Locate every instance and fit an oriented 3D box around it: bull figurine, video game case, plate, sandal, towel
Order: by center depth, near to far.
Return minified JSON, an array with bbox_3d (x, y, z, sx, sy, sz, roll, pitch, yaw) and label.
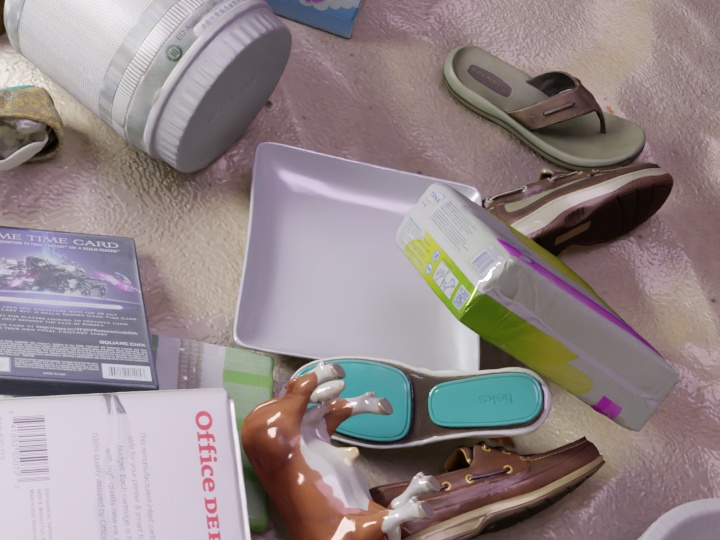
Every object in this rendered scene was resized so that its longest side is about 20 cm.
[{"bbox_3d":[-0.010,0.163,1.077,0.201,0.121,0.065,55,21,18],"label":"bull figurine"},{"bbox_3d":[-0.225,0.027,1.123,0.142,0.019,0.200,5,29,-17],"label":"video game case"},{"bbox_3d":[-0.161,0.111,1.128,0.198,0.031,0.150,12,53,-14],"label":"towel"},{"bbox_3d":[0.000,0.000,1.259,0.198,0.032,0.201,11,56,-11],"label":"plate"},{"bbox_3d":[0.169,-0.153,1.428,0.200,0.058,0.080,26,50,0],"label":"sandal"}]

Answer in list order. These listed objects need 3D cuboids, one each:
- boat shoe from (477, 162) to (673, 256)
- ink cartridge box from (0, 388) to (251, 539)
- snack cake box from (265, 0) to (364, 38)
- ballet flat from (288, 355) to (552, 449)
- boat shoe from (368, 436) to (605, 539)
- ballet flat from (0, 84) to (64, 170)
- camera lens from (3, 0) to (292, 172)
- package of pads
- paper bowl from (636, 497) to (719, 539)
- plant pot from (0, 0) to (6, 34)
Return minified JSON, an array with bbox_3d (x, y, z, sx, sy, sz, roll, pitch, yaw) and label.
[{"bbox_3d":[0.182,-0.064,1.357,0.201,0.075,0.075,-19,57,-31],"label":"boat shoe"},{"bbox_3d":[-0.180,0.162,1.021,0.198,0.083,0.148,-1,69,-20],"label":"ink cartridge box"},{"bbox_3d":[-0.085,-0.305,1.444,0.198,0.067,0.116,17,49,-7],"label":"snack cake box"},{"bbox_3d":[0.046,0.103,1.174,0.198,0.070,0.070,0,50,11],"label":"ballet flat"},{"bbox_3d":[0.094,0.157,1.149,0.199,0.072,0.068,-18,73,-28],"label":"boat shoe"},{"bbox_3d":[-0.304,-0.102,1.186,0.071,0.071,0.199,49,34,19],"label":"ballet flat"},{"bbox_3d":[-0.175,-0.197,1.266,0.200,0.160,0.160,38,51,11],"label":"camera lens"},{"bbox_3d":[0.131,0.025,1.190,0.199,0.068,0.155,33,10,-30],"label":"package of pads"},{"bbox_3d":[0.262,0.272,1.107,0.199,0.105,0.202,10,51,-12],"label":"paper bowl"},{"bbox_3d":[-0.351,-0.311,1.264,0.185,0.201,0.188,10,52,-13],"label":"plant pot"}]
